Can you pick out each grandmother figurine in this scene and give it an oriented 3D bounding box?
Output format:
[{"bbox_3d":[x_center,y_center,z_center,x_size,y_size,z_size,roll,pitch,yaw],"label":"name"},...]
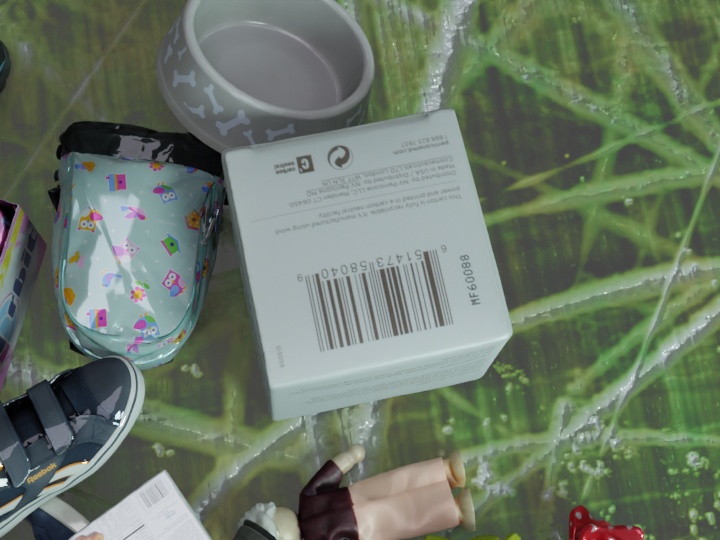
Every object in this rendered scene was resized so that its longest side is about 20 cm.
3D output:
[{"bbox_3d":[-0.006,0.208,1.065,0.197,0.061,0.122,-10,48,-2],"label":"grandmother figurine"}]

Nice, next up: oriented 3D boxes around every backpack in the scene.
[{"bbox_3d":[-0.195,-0.018,1.079,0.164,0.127,0.204,6,78,-4],"label":"backpack"}]

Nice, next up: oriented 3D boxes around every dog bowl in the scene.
[{"bbox_3d":[-0.077,-0.182,1.117,0.197,0.059,0.202,13,49,-15],"label":"dog bowl"}]

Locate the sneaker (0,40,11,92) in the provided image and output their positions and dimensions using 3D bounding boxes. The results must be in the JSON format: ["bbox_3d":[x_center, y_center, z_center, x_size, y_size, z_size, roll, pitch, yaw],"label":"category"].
[{"bbox_3d":[-0.370,-0.131,1.123,0.072,0.082,0.203,13,76,-1],"label":"sneaker"}]

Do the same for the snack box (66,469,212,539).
[{"bbox_3d":[-0.213,0.243,0.988,0.199,0.024,0.072,-35,86,-8],"label":"snack box"}]

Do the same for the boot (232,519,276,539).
[{"bbox_3d":[-0.073,0.274,0.943,0.130,0.068,0.200,-39,45,-13],"label":"boot"}]

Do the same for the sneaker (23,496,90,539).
[{"bbox_3d":[-0.224,0.256,1.029,0.199,0.075,0.085,38,73,7],"label":"sneaker"}]

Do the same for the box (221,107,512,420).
[{"bbox_3d":[0.000,0.000,1.058,0.196,0.172,0.203,-11,75,-6],"label":"box"}]

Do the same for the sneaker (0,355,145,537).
[{"bbox_3d":[-0.259,0.136,0.991,0.200,0.079,0.079,-42,56,1],"label":"sneaker"}]

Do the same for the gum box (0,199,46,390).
[{"bbox_3d":[-0.331,0.048,1.061,0.065,0.114,0.203,13,75,1],"label":"gum box"}]

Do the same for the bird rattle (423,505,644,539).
[{"bbox_3d":[0.139,0.274,1.034,0.198,0.112,0.166,5,97,-35],"label":"bird rattle"}]
